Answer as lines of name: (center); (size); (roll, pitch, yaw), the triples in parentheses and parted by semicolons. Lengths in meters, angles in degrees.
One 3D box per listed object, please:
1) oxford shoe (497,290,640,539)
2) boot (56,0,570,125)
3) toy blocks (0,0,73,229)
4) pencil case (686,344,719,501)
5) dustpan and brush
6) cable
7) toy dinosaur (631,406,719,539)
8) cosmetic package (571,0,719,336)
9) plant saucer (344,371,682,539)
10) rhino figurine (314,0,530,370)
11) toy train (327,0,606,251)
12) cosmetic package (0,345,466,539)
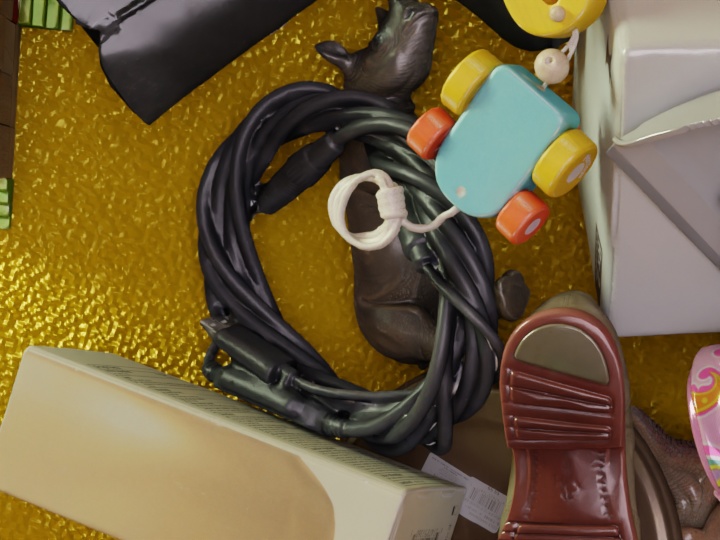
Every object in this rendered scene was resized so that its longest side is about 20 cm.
oxford shoe: (0.098, 0.106, 1.165); (0.070, 0.075, 0.201); (7, 107, 11)
boot: (-0.025, -0.128, 1.191); (0.200, 0.066, 0.165); (-32, 91, -1)
toy blocks: (-0.191, -0.120, 1.213); (0.099, 0.137, 0.201); (4, 92, -1)
pencil case: (0.241, 0.049, 1.093); (0.199, 0.087, 0.088); (-16, 92, 22)
dustpan and brush: (0.219, -0.044, 1.061); (0.200, 0.057, 0.140); (-31, 126, 24)
cable: (0.000, 0.000, 1.207); (0.051, 0.200, 0.164); (4, 101, -45)
toy dinosaur: (0.196, 0.146, 1.254); (0.135, 0.086, 0.201); (-23, 87, 0)
cosmetic package: (0.202, -0.085, 1.177); (0.199, 0.165, 0.165); (-2, 131, -1)
plant saucer: (0.057, 0.141, 1.232); (0.199, 0.029, 0.201); (-3, 83, 29)
rhino figurine: (0.023, -0.047, 1.248); (0.060, 0.087, 0.201); (-10, 91, -41)
toy train: (0.043, -0.110, 1.130); (0.150, 0.056, 0.201); (1, 95, 29)
cosmetic package: (-0.062, 0.101, 1.208); (0.199, 0.105, 0.071); (19, 93, 20)
